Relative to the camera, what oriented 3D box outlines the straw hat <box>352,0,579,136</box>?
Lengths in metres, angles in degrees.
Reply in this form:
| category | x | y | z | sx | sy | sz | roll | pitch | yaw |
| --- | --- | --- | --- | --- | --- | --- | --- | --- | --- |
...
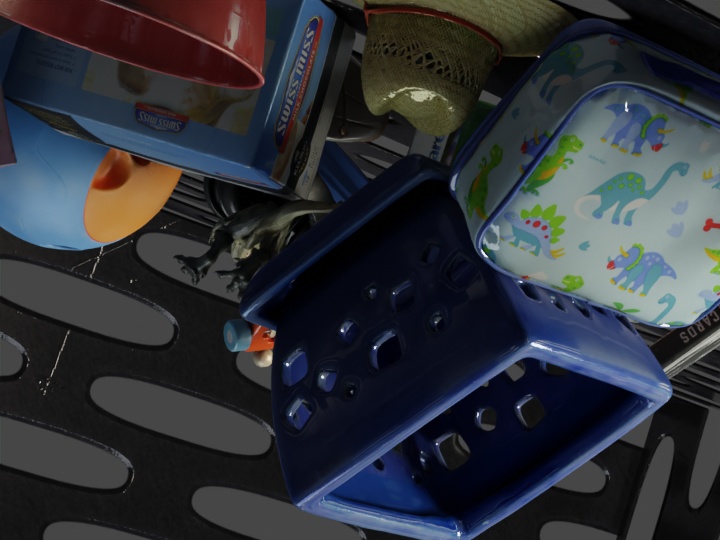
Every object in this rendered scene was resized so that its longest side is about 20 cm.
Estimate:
| category | x | y | z | sx | sy | sz | roll | pitch | yaw |
| --- | --- | --- | --- | --- | --- | --- | --- | --- | --- |
| straw hat | 0.040 | -0.131 | 1.389 | 0.200 | 0.086 | 0.201 | 17 | 175 | 1 |

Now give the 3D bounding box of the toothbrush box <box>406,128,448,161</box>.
| category | x | y | z | sx | sy | sz | roll | pitch | yaw |
| --- | --- | --- | --- | --- | --- | --- | --- | --- | --- |
| toothbrush box | 0.143 | -0.052 | 1.938 | 0.199 | 0.086 | 0.146 | 18 | 175 | 16 |

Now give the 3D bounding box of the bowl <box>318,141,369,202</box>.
| category | x | y | z | sx | sy | sz | roll | pitch | yaw |
| --- | --- | --- | --- | --- | --- | --- | --- | --- | --- |
| bowl | -0.045 | -0.096 | 1.942 | 0.201 | 0.039 | 0.201 | 46 | 176 | 4 |

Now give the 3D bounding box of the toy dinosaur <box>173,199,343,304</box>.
| category | x | y | z | sx | sy | sz | roll | pitch | yaw |
| --- | --- | --- | --- | --- | --- | --- | --- | --- | --- |
| toy dinosaur | -0.077 | -0.020 | 1.589 | 0.048 | 0.088 | 0.200 | 53 | 159 | -12 |

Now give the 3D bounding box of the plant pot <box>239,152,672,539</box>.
| category | x | y | z | sx | sy | sz | roll | pitch | yaw |
| --- | --- | --- | --- | --- | --- | --- | --- | --- | --- |
| plant pot | 0.052 | 0.046 | 1.470 | 0.199 | 0.200 | 0.181 | 21 | -143 | -52 |

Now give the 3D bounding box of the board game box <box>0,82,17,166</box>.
| category | x | y | z | sx | sy | sz | roll | pitch | yaw |
| --- | --- | --- | --- | --- | --- | --- | --- | --- | --- |
| board game box | -0.291 | -0.166 | 1.576 | 0.043 | 0.201 | 0.200 | -12 | -176 | -16 |

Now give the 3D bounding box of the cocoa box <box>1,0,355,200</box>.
| category | x | y | z | sx | sy | sz | roll | pitch | yaw |
| --- | --- | --- | --- | --- | --- | --- | --- | --- | --- |
| cocoa box | -0.125 | -0.144 | 1.566 | 0.199 | 0.134 | 0.131 | 16 | 175 | 17 |

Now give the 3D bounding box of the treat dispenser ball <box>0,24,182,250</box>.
| category | x | y | z | sx | sy | sz | roll | pitch | yaw |
| --- | --- | --- | --- | --- | --- | --- | --- | --- | --- |
| treat dispenser ball | -0.244 | -0.118 | 1.906 | 0.199 | 0.202 | 0.201 | 18 | 175 | 1 |

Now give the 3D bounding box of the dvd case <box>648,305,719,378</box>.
| category | x | y | z | sx | sy | sz | roll | pitch | yaw |
| --- | --- | --- | --- | --- | --- | --- | --- | --- | --- |
| dvd case | 0.285 | 0.026 | 1.675 | 0.025 | 0.200 | 0.150 | 55 | -166 | 10 |

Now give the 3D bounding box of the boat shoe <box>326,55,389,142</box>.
| category | x | y | z | sx | sy | sz | roll | pitch | yaw |
| --- | --- | --- | --- | --- | --- | --- | --- | --- | --- |
| boat shoe | -0.059 | -0.148 | 1.709 | 0.199 | 0.076 | 0.072 | 26 | -177 | 24 |

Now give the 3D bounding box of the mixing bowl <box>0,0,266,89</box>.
| category | x | y | z | sx | sy | sz | roll | pitch | yaw |
| --- | --- | --- | --- | --- | --- | --- | --- | --- | --- |
| mixing bowl | -0.132 | -0.186 | 1.263 | 0.199 | 0.109 | 0.200 | 18 | 175 | 2 |

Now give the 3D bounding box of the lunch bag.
| category | x | y | z | sx | sy | sz | roll | pitch | yaw |
| --- | --- | --- | --- | --- | --- | --- | --- | --- | --- |
| lunch bag | 0.169 | -0.057 | 1.369 | 0.199 | 0.161 | 0.083 | 18 | -146 | -31 |

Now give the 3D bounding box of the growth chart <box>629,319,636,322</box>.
| category | x | y | z | sx | sy | sz | roll | pitch | yaw |
| --- | --- | --- | --- | --- | --- | --- | --- | --- | --- |
| growth chart | 0.148 | 0.012 | 1.673 | 0.199 | 0.018 | 0.144 | 0 | 159 | 41 |

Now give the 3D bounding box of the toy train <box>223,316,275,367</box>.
| category | x | y | z | sx | sy | sz | roll | pitch | yaw |
| --- | --- | --- | --- | --- | --- | --- | --- | --- | --- |
| toy train | 0.000 | 0.000 | 1.605 | 0.199 | 0.056 | 0.151 | -10 | 151 | -26 |

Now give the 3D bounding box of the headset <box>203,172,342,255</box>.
| category | x | y | z | sx | sy | sz | roll | pitch | yaw |
| --- | --- | --- | --- | --- | --- | --- | --- | --- | --- |
| headset | -0.058 | -0.062 | 1.789 | 0.123 | 0.094 | 0.200 | 34 | 157 | 24 |

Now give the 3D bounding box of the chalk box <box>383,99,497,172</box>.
| category | x | y | z | sx | sy | sz | roll | pitch | yaw |
| --- | --- | --- | --- | --- | --- | --- | --- | --- | --- |
| chalk box | 0.114 | -0.056 | 1.774 | 0.199 | 0.125 | 0.125 | 19 | 176 | -4 |
